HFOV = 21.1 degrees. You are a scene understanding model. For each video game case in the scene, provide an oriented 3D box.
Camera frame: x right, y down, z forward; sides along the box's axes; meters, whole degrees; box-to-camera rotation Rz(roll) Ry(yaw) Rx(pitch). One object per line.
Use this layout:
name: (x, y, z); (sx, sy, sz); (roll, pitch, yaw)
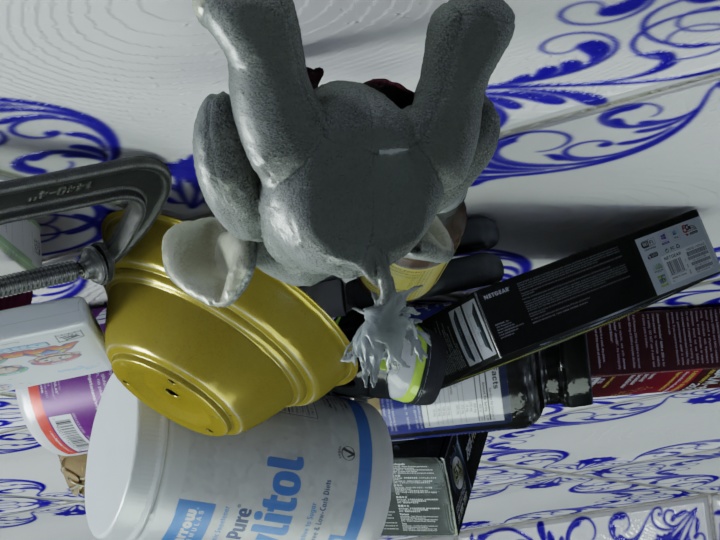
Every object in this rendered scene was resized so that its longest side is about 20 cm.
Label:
video game case: (-0.273, 0.063, 1.311); (0.199, 0.024, 0.182); (-12, 168, -4)

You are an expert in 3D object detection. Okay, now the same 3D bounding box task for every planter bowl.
planter bowl: (-0.108, 0.052, 1.285); (0.200, 0.084, 0.201); (27, 158, 12)

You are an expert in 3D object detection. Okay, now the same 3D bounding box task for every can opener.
can opener: (0.000, 0.000, 1.377); (0.199, 0.054, 0.067); (-12, 166, 22)

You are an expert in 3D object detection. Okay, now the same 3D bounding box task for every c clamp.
c clamp: (-0.210, -0.007, 1.173); (0.199, 0.027, 0.171); (-17, 150, -31)

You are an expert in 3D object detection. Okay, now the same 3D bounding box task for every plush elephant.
plush elephant: (-0.021, -0.049, 0.976); (0.164, 0.201, 0.155); (-6, -173, -25)

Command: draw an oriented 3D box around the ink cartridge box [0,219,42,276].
ink cartridge box: (-0.296, -0.029, 1.171); (0.145, 0.048, 0.200); (-8, 160, 10)

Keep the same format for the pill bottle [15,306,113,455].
pill bottle: (-0.164, 0.078, 1.513); (0.199, 0.113, 0.112); (-12, 165, 25)

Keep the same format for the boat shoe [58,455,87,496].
boat shoe: (-0.294, 0.214, 2.124); (0.071, 0.065, 0.200); (-5, 166, 1)

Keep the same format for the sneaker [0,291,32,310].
sneaker: (-0.327, 0.029, 1.323); (0.199, 0.082, 0.088); (-1, 164, -14)

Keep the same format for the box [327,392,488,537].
box: (0.000, 0.153, 1.715); (0.199, 0.087, 0.164); (-1, -149, 17)

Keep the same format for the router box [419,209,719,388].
router box: (0.140, 0.026, 1.414); (0.199, 0.052, 0.157); (-19, 173, -26)

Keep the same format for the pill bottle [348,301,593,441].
pill bottle: (0.091, 0.080, 1.612); (0.199, 0.113, 0.112); (-6, 166, 5)

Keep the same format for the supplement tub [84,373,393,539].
supplement tub: (-0.088, 0.146, 1.406); (0.199, 0.133, 0.132); (10, 162, -22)

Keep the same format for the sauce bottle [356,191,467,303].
sauce bottle: (0.035, -0.029, 1.250); (0.064, 0.065, 0.200); (-3, 165, -9)

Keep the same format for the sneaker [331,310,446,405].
sneaker: (-0.008, 0.055, 1.394); (0.082, 0.072, 0.200); (10, 175, -21)

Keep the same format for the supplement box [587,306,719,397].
supplement box: (0.277, 0.075, 1.762); (0.199, 0.061, 0.109); (-4, 166, -6)
